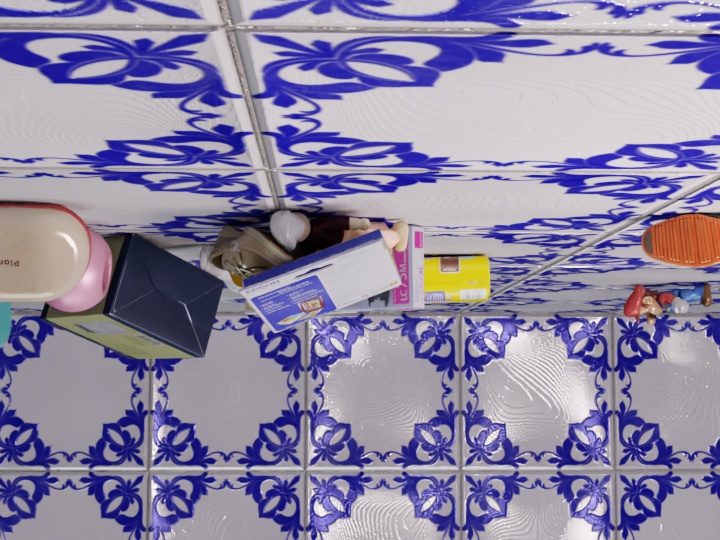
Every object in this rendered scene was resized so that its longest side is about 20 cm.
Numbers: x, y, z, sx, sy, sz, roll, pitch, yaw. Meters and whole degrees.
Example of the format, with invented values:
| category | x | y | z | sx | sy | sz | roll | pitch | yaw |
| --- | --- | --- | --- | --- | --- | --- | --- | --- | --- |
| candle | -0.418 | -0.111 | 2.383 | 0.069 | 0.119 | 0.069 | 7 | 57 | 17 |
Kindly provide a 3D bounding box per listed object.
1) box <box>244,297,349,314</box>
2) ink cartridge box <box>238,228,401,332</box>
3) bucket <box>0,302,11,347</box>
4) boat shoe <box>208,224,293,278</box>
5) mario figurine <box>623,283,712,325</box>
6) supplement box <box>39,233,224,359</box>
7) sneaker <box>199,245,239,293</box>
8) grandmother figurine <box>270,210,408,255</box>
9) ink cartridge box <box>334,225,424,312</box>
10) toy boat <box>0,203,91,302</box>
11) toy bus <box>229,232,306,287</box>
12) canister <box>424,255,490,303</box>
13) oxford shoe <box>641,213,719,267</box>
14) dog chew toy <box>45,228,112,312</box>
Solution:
| category | x | y | z | sx | sy | sz | roll | pitch | yaw |
| --- | --- | --- | --- | --- | --- | --- | --- | --- | --- |
| box | -0.109 | 0.028 | 2.093 | 0.112 | 0.102 | 0.199 | 6 | 172 | -42 |
| ink cartridge box | -0.053 | 0.008 | 1.543 | 0.196 | 0.047 | 0.200 | -20 | 157 | 2 |
| bucket | -0.815 | 0.096 | 2.348 | 0.206 | 0.209 | 0.134 | 5 | 168 | -39 |
| boat shoe | -0.156 | -0.018 | 1.596 | 0.072 | 0.065 | 0.200 | 40 | 168 | -27 |
| mario figurine | 0.706 | 0.088 | 2.659 | 0.199 | 0.107 | 0.124 | -9 | 138 | 15 |
| supplement box | -0.368 | 0.048 | 1.870 | 0.199 | 0.135 | 0.200 | -5 | 154 | 43 |
| sneaker | -0.198 | -0.002 | 1.965 | 0.080 | 0.071 | 0.200 | -5 | 173 | 18 |
| grandmother figurine | -0.037 | -0.049 | 1.574 | 0.199 | 0.061 | 0.121 | 8 | 144 | -37 |
| ink cartridge box | 0.000 | 0.000 | 1.714 | 0.199 | 0.120 | 0.042 | -3 | 175 | 33 |
| toy boat | -0.450 | -0.036 | 1.504 | 0.198 | 0.131 | 0.131 | 1 | -155 | -8 |
| toy bus | -0.117 | -0.015 | 1.705 | 0.065 | 0.079 | 0.199 | -27 | -166 | -37 |
| canister | 0.130 | 0.018 | 2.086 | 0.198 | 0.087 | 0.149 | -1 | 175 | 2 |
| oxford shoe | 0.483 | -0.041 | 1.565 | 0.199 | 0.072 | 0.073 | -2 | 179 | 19 |
| dog chew toy | -0.462 | -0.009 | 1.666 | 0.198 | 0.126 | 0.125 | 8 | 174 | -1 |
